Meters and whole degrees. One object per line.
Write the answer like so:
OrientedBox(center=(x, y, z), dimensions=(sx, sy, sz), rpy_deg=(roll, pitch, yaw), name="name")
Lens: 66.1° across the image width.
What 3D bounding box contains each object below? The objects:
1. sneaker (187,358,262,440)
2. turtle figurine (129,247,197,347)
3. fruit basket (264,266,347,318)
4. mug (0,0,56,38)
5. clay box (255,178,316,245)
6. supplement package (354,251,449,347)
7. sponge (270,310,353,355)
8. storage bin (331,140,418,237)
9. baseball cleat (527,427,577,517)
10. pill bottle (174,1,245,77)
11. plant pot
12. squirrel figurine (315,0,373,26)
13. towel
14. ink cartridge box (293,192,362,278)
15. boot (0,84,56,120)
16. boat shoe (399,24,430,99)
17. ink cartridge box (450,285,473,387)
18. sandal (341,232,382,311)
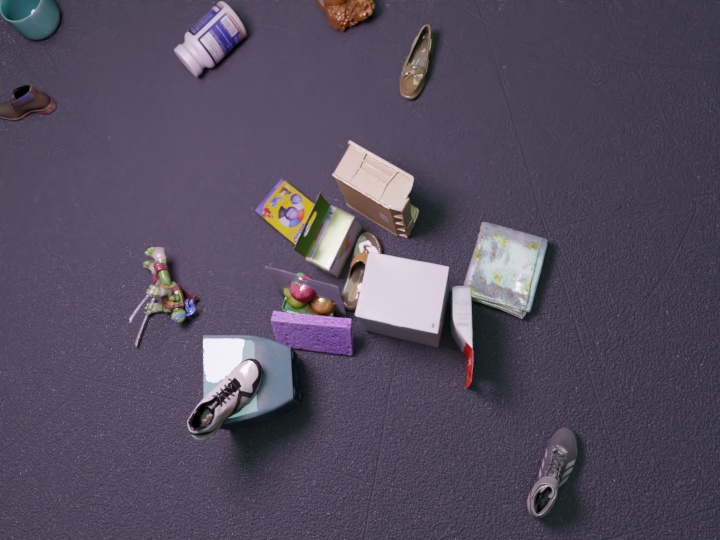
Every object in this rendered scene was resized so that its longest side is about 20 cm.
OrientedBox(center=(-0.278, 0.266, 1.146), dimensions=(0.073, 0.080, 0.201), rpy_deg=(37, 74, 10), name="sneaker")
OrientedBox(center=(-0.532, 0.055, 1.407), dimensions=(0.195, 0.145, 0.198), rpy_deg=(-23, 68, -2), name="turtle figurine")
OrientedBox(center=(-0.121, 0.050, 1.314), dimensions=(0.180, 0.202, 0.096), rpy_deg=(14, 61, 13), name="fruit basket")
OrientedBox(center=(-1.030, -0.824, 1.744), dimensions=(0.147, 0.115, 0.191), rpy_deg=(-12, 72, 6), name="mug")
OrientedBox(center=(-0.168, -0.136, 1.451), dimensions=(0.198, 0.048, 0.116), rpy_deg=(37, 83, 17), name="clay box")
OrientedBox(center=(0.102, 0.072, 1.271), dimensions=(0.185, 0.200, 0.152), rpy_deg=(11, 76, 11), name="supplement package")
OrientedBox(center=(-0.113, 0.152, 1.329), dimensions=(0.193, 0.113, 0.030), rpy_deg=(5, 48, 10), name="sponge")
OrientedBox(center=(0.046, -0.189, 1.351), dimensions=(0.196, 0.200, 0.095), rpy_deg=(32, 82, 16), name="storage bin")
OrientedBox(center=(0.414, 0.429, 1.171), dimensions=(0.068, 0.107, 0.204), rpy_deg=(21, 77, 19), name="baseball cleat")
OrientedBox(center=(-0.437, -0.667, 1.605), dimensions=(0.200, 0.116, 0.116), rpy_deg=(-44, 73, -5), name="pill bottle")
OrientedBox(center=(-0.242, 0.254, 1.284), dimensions=(0.193, 0.196, 0.203), rpy_deg=(-6, 73, 1), name="plant pot")
OrientedBox(center=(-0.026, -0.798, 1.586), dimensions=(0.182, 0.142, 0.205), rpy_deg=(-22, 86, -9), name="squirrel figurine")
OrientedBox(center=(0.347, -0.004, 1.333), dimensions=(0.166, 0.048, 0.205), rpy_deg=(17, 78, 12), name="towel")
OrientedBox(center=(-0.075, -0.078, 1.333), dimensions=(0.074, 0.200, 0.151), rpy_deg=(25, 86, 14), name="ink cartridge box")
OrientedBox(center=(-1.035, -0.514, 1.667), dimensions=(0.193, 0.097, 0.077), rpy_deg=(-8, 73, 6), name="boot")
OrientedBox(center=(0.155, -0.569, 1.511), dimensions=(0.071, 0.063, 0.206), rpy_deg=(19, 78, 14), name="boat shoe")
OrientedBox(center=(0.226, 0.154, 1.248), dimensions=(0.046, 0.160, 0.207), rpy_deg=(1, 75, 7), name="ink cartridge box")
OrientedBox(center=(0.000, 0.000, 1.382), dimensions=(0.078, 0.054, 0.205), rpy_deg=(17, 78, 13), name="sandal")
